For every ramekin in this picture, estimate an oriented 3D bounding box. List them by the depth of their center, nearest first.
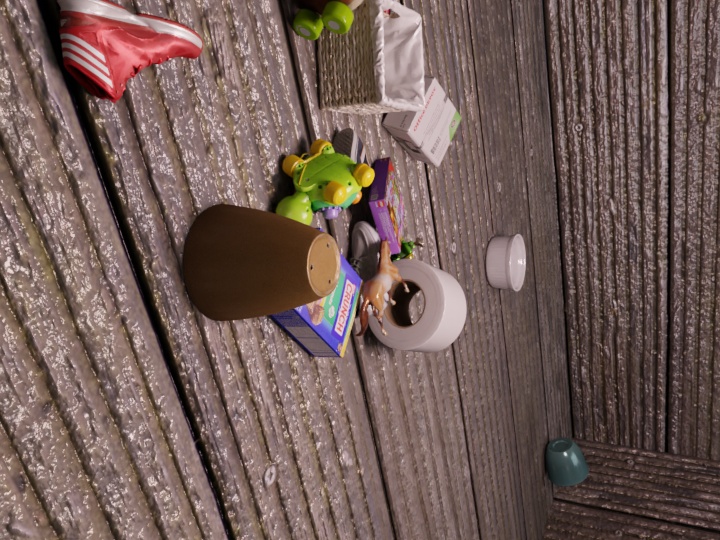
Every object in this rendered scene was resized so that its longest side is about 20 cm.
[{"bbox_3d":[0.516,-0.029,2.220,0.199,0.096,0.204,-4,95,-60],"label":"ramekin"}]

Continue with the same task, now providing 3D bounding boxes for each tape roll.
[{"bbox_3d":[0.128,0.084,1.432,0.139,0.200,0.207,17,77,-59],"label":"tape roll"}]

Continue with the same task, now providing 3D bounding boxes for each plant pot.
[{"bbox_3d":[-0.137,-0.011,0.962,0.185,0.197,0.190,-2,93,-59],"label":"plant pot"},{"bbox_3d":[0.985,0.911,3.017,0.200,0.198,0.163,-38,112,-53],"label":"plant pot"}]

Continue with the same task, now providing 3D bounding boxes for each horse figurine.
[{"bbox_3d":[0.043,0.044,1.294,0.201,0.049,0.134,-56,136,-38],"label":"horse figurine"}]

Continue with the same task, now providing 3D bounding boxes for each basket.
[{"bbox_3d":[0.023,-0.423,1.262,0.197,0.159,0.204,-17,107,-59],"label":"basket"}]

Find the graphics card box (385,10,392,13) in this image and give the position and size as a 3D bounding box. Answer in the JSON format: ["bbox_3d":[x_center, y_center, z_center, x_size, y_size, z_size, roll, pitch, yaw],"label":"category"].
[{"bbox_3d":[0.077,-0.529,1.463,0.199,0.050,0.128,9,84,-59],"label":"graphics card box"}]

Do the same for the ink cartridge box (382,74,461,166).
[{"bbox_3d":[0.155,-0.369,1.534,0.199,0.083,0.147,30,85,-58],"label":"ink cartridge box"}]

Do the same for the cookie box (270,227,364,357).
[{"bbox_3d":[-0.082,0.046,1.185,0.200,0.074,0.173,52,46,-49],"label":"cookie box"}]

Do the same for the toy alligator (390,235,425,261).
[{"bbox_3d":[0.090,-0.044,1.432,0.054,0.200,0.060,-35,96,-15],"label":"toy alligator"}]

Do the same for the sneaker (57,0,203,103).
[{"bbox_3d":[-0.296,-0.272,0.810,0.198,0.078,0.118,-2,101,-48],"label":"sneaker"}]

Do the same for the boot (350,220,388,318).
[{"bbox_3d":[0.000,0.000,1.335,0.095,0.073,0.204,-18,97,-45],"label":"boot"}]

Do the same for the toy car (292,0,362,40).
[{"bbox_3d":[-0.089,-0.540,1.088,0.199,0.156,0.167,33,73,-43],"label":"toy car"}]

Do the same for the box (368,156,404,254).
[{"bbox_3d":[0.061,-0.148,1.405,0.201,0.038,0.138,-81,157,-53],"label":"box"}]

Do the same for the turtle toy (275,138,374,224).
[{"bbox_3d":[-0.075,-0.147,1.145,0.199,0.145,0.102,-38,149,-33],"label":"turtle toy"}]

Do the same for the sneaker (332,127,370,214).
[{"bbox_3d":[-0.026,-0.187,1.269,0.079,0.077,0.203,41,55,-47],"label":"sneaker"}]
